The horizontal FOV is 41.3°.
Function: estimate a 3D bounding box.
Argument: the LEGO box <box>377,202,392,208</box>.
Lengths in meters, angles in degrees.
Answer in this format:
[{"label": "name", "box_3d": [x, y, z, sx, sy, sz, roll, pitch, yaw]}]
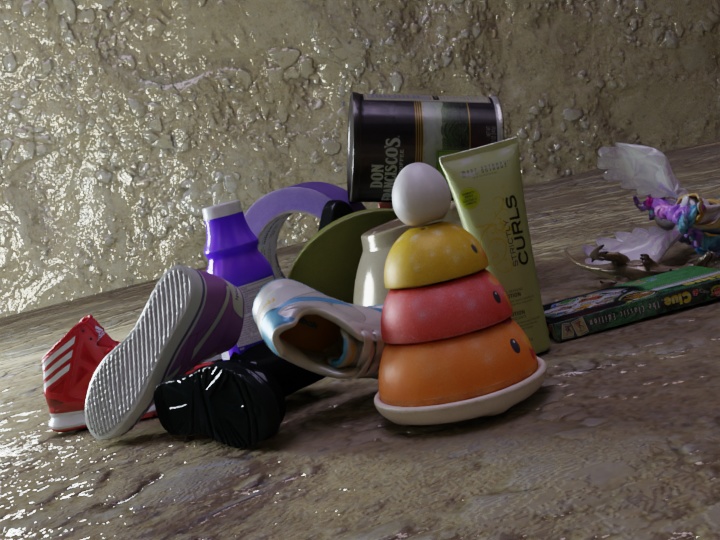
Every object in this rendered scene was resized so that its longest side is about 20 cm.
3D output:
[{"label": "LEGO box", "box_3d": [0.138, -0.052, 1.417, 0.197, 0.151, 0.077, -11, 5, 12]}]

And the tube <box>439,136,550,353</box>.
[{"label": "tube", "box_3d": [0.133, -0.019, 0.907, 0.057, 0.203, 0.052, -16, 5, -34]}]

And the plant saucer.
[{"label": "plant saucer", "box_3d": [0.000, 0.000, 1.136, 0.197, 0.202, 0.031, -15, 45, -15]}]

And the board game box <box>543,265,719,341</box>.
[{"label": "board game box", "box_3d": [0.278, 0.031, 0.985, 0.197, 0.024, 0.105, -14, 4, -5]}]

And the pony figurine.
[{"label": "pony figurine", "box_3d": [0.395, -0.073, 1.198, 0.191, 0.169, 0.198, 4, 1, 44]}]

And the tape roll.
[{"label": "tape roll", "box_3d": [-0.074, -0.020, 1.343, 0.197, 0.203, 0.085, -11, 7, 19]}]

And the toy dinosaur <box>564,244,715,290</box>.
[{"label": "toy dinosaur", "box_3d": [0.309, 0.002, 1.121, 0.198, 0.059, 0.100, 3, 0, 40]}]

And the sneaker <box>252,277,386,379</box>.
[{"label": "sneaker", "box_3d": [0.002, 0.068, 0.854, 0.197, 0.077, 0.081, 12, 18, -18]}]

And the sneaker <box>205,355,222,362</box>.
[{"label": "sneaker", "box_3d": [-0.176, 0.078, 1.251, 0.198, 0.076, 0.105, -17, 11, 3]}]

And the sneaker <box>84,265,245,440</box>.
[{"label": "sneaker", "box_3d": [-0.187, 0.094, 0.964, 0.201, 0.073, 0.114, -51, -31, 12]}]

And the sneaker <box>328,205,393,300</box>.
[{"label": "sneaker", "box_3d": [0.032, -0.027, 1.201, 0.199, 0.074, 0.081, -38, 33, -17]}]

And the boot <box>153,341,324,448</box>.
[{"label": "boot", "box_3d": [-0.085, 0.103, 0.894, 0.161, 0.074, 0.197, -18, 4, -39]}]

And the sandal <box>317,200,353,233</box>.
[{"label": "sandal", "box_3d": [-0.052, 0.007, 1.229, 0.047, 0.203, 0.075, -2, -27, 33]}]

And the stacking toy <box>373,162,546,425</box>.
[{"label": "stacking toy", "box_3d": [0.063, 0.013, 0.774, 0.144, 0.203, 0.146, -13, 7, 2]}]

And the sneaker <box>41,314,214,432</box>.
[{"label": "sneaker", "box_3d": [-0.256, 0.100, 1.043, 0.197, 0.117, 0.078, -14, 6, -4]}]

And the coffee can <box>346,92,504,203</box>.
[{"label": "coffee can", "box_3d": [0.083, -0.164, 1.290, 0.197, 0.149, 0.146, 0, 6, -4]}]

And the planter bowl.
[{"label": "planter bowl", "box_3d": [0.075, 0.005, 1.030, 0.198, 0.136, 0.200, -20, 6, 2]}]

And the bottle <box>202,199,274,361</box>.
[{"label": "bottle", "box_3d": [-0.141, 0.020, 1.128, 0.083, 0.203, 0.065, -19, 9, -34]}]
